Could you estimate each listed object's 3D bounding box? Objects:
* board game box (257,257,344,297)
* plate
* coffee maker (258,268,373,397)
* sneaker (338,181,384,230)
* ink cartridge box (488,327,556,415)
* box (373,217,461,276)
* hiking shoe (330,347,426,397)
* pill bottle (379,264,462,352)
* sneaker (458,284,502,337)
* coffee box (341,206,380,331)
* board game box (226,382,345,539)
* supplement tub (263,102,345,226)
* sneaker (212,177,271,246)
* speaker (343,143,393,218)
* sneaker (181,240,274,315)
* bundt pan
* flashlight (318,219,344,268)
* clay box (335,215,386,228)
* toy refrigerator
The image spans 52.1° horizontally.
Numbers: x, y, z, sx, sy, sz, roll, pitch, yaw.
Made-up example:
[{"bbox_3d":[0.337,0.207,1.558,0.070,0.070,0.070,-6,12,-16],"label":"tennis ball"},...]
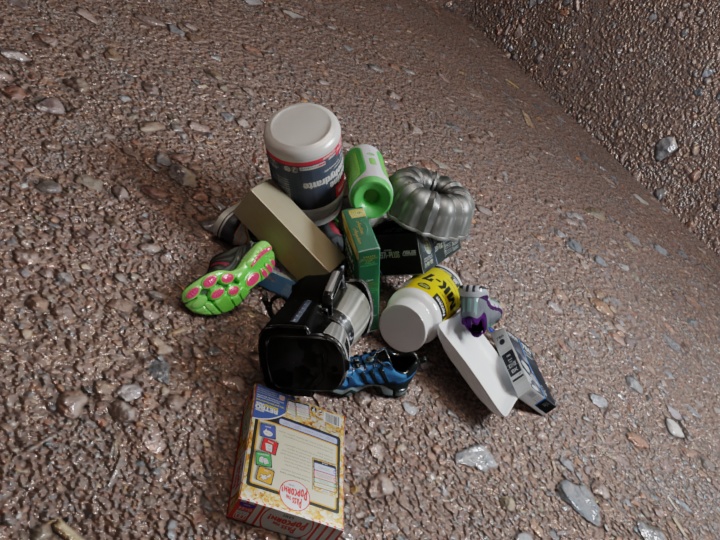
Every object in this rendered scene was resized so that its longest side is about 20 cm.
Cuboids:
[{"bbox_3d":[-0.106,-0.014,1.402,0.152,0.041,0.201,26,32,-11],"label":"board game box"},{"bbox_3d":[0.222,0.175,1.392,0.200,0.032,0.200,53,21,9],"label":"plate"},{"bbox_3d":[-0.087,0.103,1.153,0.136,0.190,0.200,64,23,-14],"label":"coffee maker"},{"bbox_3d":[-0.015,-0.128,1.485,0.077,0.100,0.200,-25,14,-15],"label":"sneaker"},{"bbox_3d":[0.322,0.188,1.484,0.099,0.039,0.201,35,25,-37],"label":"ink cartridge box"},{"bbox_3d":[0.094,-0.057,1.517,0.162,0.087,0.200,-2,15,32],"label":"box"},{"bbox_3d":[0.009,0.157,1.225,0.198,0.087,0.075,7,39,-35],"label":"hiking shoe"},{"bbox_3d":[0.118,0.072,1.416,0.114,0.115,0.200,38,32,9],"label":"pill bottle"},{"bbox_3d":[0.228,0.095,1.442,0.200,0.074,0.089,37,57,-60],"label":"sneaker"},{"bbox_3d":[0.000,0.000,1.332,0.043,0.202,0.124,-9,44,-10],"label":"coffee box"},{"bbox_3d":[-0.096,0.265,1.021,0.150,0.047,0.201,23,33,-16],"label":"board game box"},{"bbox_3d":[-0.100,-0.192,1.364,0.138,0.201,0.142,-2,52,2],"label":"supplement tub"},{"bbox_3d":[-0.197,-0.104,1.413,0.079,0.079,0.200,31,42,7],"label":"sneaker"},{"bbox_3d":[0.012,-0.174,1.404,0.088,0.089,0.201,22,24,-17],"label":"speaker"},{"bbox_3d":[-0.227,0.015,1.241,0.083,0.078,0.200,0,24,38],"label":"sneaker"},{"bbox_3d":[0.136,-0.141,1.447,0.199,0.076,0.203,16,27,-8],"label":"bundt pan"},{"bbox_3d":[-0.060,-0.092,1.452,0.068,0.068,0.201,35,21,-50],"label":"flashlight"},{"bbox_3d":[-0.005,-0.146,1.668,0.115,0.048,0.200,39,31,10],"label":"clay box"},{"bbox_3d":[-0.127,-0.061,1.318,0.200,0.070,0.076,46,32,0],"label":"toy refrigerator"}]
